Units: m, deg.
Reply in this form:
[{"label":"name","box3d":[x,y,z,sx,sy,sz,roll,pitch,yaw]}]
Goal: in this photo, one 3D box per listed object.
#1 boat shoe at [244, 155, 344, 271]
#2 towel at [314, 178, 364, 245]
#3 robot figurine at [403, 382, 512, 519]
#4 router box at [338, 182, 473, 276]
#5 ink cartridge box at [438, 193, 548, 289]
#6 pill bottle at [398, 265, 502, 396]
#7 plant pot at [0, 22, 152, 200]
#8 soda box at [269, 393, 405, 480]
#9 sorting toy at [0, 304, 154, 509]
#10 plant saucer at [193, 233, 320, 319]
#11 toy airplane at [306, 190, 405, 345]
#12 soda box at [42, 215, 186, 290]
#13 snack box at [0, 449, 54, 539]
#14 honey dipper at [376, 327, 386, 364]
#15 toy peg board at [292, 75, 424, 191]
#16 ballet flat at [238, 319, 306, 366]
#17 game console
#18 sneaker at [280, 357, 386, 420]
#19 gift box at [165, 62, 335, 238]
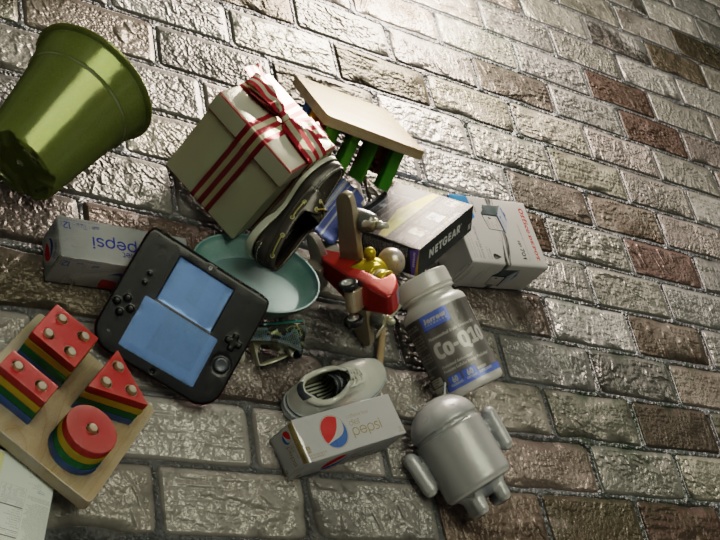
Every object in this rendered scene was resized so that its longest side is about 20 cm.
[{"label":"boat shoe","box3d":[-0.086,-0.084,1.714,0.060,0.072,0.202,35,75,24]},{"label":"towel","box3d":[-0.093,-0.143,1.933,0.199,0.024,0.145,41,43,-5]},{"label":"robot figurine","box3d":[0.149,0.275,1.742,0.168,0.113,0.202,-26,76,-18]},{"label":"router box","box3d":[0.079,-0.074,1.936,0.155,0.053,0.199,19,34,27]},{"label":"ink cartridge box","box3d":[0.228,-0.050,2.084,0.197,0.086,0.149,3,58,-37]},{"label":"pill bottle","box3d":[0.139,0.103,1.850,0.113,0.113,0.203,-18,78,-46]},{"label":"plant pot","box3d":[-0.424,-0.204,1.591,0.199,0.200,0.191,39,55,-9]},{"label":"soda box","box3d":[-0.030,0.239,1.654,0.198,0.064,0.069,-10,65,-43]},{"label":"sorting toy","box3d":[-0.357,0.154,1.407,0.198,0.070,0.201,41,29,-8]},{"label":"plant saucer","box3d":[-0.158,0.015,1.699,0.196,0.036,0.201,16,30,-9]},{"label":"toy airplane","box3d":[0.000,0.000,1.762,0.139,0.200,0.202,-20,74,-19]},{"label":"soda box","box3d":[-0.338,-0.016,1.589,0.197,0.063,0.069,10,52,-36]},{"label":"snack box","box3d":[-0.452,0.254,1.302,0.198,0.037,0.118,24,45,-25]},{"label":"honey dipper","box3d":[0.035,0.101,1.838,0.038,0.038,0.203,26,47,-22]},{"label":"toy peg board","box3d":[-0.022,-0.234,2.000,0.197,0.099,0.200,17,21,-29]},{"label":"ballet flat","box3d":[-0.160,0.104,1.651,0.197,0.074,0.075,2,57,-35]},{"label":"game console","box3d":[-0.245,0.066,1.559,0.198,0.031,0.179,33,80,-15]},{"label":"sneaker","box3d":[-0.026,0.172,1.695,0.198,0.071,0.074,-21,74,-43]},{"label":"gift box","box3d":[-0.162,-0.196,1.770,0.185,0.187,0.200,45,32,-3]}]
